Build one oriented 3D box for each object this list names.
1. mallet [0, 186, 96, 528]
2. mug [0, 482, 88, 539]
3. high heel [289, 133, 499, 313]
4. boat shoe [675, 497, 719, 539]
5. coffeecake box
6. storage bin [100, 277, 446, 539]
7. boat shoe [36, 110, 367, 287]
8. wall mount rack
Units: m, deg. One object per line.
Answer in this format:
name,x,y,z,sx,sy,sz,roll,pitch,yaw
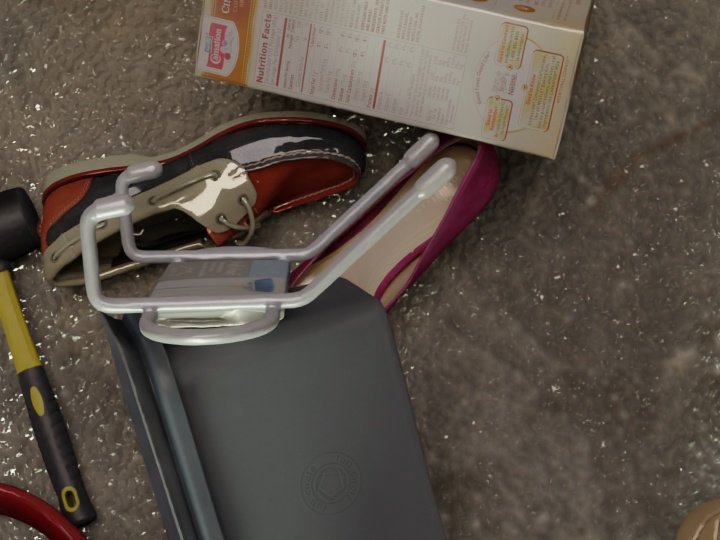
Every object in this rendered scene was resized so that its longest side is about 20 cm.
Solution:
mallet,-0.184,0.046,0.846,0.065,0.041,0.202,-28,79,-1
mug,-0.183,0.204,0.752,0.197,0.133,0.180,12,81,3
high heel,0.000,0.000,0.815,0.199,0.096,0.068,-37,76,-7
boat shoe,0.227,0.211,0.761,0.072,0.065,0.201,-33,77,15
coffeecake box,0.026,-0.139,0.818,0.197,0.154,0.074,14,115,7
storage bin,-0.041,0.101,0.764,0.133,0.145,0.202,-17,103,-13
boat shoe,-0.090,-0.039,0.840,0.197,0.071,0.063,-12,55,6
wall mount rack,-0.042,-0.021,0.719,0.171,0.200,0.076,-3,102,0
